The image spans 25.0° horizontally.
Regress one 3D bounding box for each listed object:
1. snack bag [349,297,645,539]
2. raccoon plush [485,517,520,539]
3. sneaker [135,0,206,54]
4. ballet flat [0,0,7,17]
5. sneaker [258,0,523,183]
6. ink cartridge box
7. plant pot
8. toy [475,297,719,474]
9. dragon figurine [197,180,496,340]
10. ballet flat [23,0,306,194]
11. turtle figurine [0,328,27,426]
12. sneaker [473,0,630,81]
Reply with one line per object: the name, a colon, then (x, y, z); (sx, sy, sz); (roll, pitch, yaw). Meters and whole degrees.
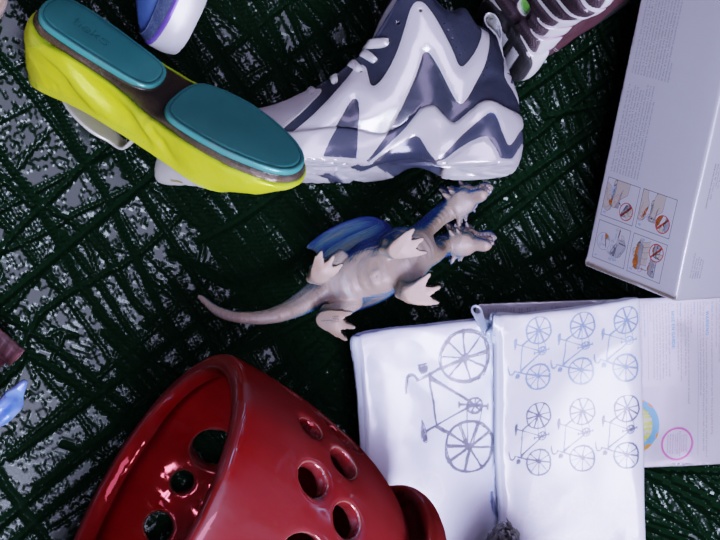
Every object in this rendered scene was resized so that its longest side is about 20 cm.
snack bag: (0.091, 0.116, 1.071); (0.198, 0.021, 0.190); (-5, 105, -6)
raccoon plush: (0.041, 0.243, 1.038); (0.198, 0.097, 0.135); (-11, 112, -15)
sneaker: (-0.155, -0.243, 0.977); (0.145, 0.080, 0.202); (10, 94, -22)
ballet flat: (-0.230, -0.244, 0.971); (0.067, 0.067, 0.202); (-3, 93, -15)
sneaker: (0.005, -0.127, 1.037); (0.197, 0.080, 0.131); (-1, 81, 5)
ink cartridge box: (0.253, -0.089, 1.075); (0.175, 0.084, 0.202); (-1, 108, -41)
plant pot: (-0.057, 0.177, 0.973); (0.182, 0.200, 0.202); (31, 84, -20)
toy: (0.172, 0.075, 1.113); (0.198, 0.047, 0.116); (-2, 97, -11)
dragon figurine: (0.000, 0.000, 1.052); (0.199, 0.099, 0.059); (-21, 100, 5)
ballet flat: (-0.123, -0.092, 0.988); (0.199, 0.067, 0.067); (33, 128, 8)
turtle figurine: (-0.291, 0.021, 0.926); (0.198, 0.144, 0.196); (-9, 91, -19)
sneaker: (0.148, -0.201, 1.026); (0.115, 0.200, 0.076); (-34, 87, -22)
